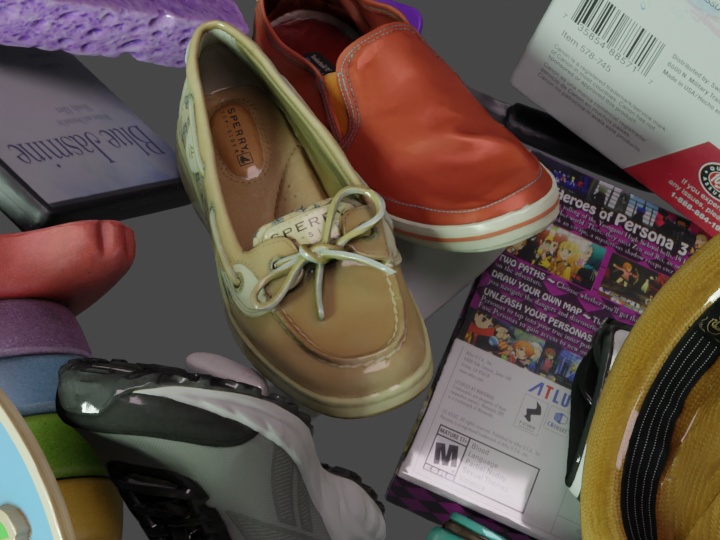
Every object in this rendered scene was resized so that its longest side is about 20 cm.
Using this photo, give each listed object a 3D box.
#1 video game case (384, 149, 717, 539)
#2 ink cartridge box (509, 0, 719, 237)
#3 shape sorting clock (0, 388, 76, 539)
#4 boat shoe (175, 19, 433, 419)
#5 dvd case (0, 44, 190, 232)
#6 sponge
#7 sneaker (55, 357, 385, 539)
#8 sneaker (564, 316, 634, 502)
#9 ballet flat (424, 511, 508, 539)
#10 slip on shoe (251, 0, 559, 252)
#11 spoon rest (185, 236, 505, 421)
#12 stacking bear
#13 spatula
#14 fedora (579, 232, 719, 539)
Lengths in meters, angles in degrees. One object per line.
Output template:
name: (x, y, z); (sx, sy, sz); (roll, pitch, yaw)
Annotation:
video game case: (0.133, 0.061, 0.890); (0.199, 0.036, 0.182); (24, 60, 0)
ink cartridge box: (0.191, -0.140, 0.898); (0.145, 0.200, 0.145); (39, 46, 9)
shape sorting clock: (-0.173, 0.117, 0.714); (0.200, 0.200, 0.039); (53, 32, 16)
boat shoe: (-0.032, -0.022, 0.817); (0.073, 0.063, 0.200); (-21, 48, -15)
dvd case: (-0.169, -0.092, 0.863); (0.200, 0.018, 0.143); (43, 20, 11)
sponge: (-0.152, -0.141, 0.874); (0.199, 0.030, 0.112); (3, 43, -40)
sneaker: (-0.051, 0.092, 0.755); (0.074, 0.200, 0.080); (8, 66, 31)
sneaker: (0.164, 0.040, 0.842); (0.115, 0.076, 0.200); (45, 65, 9)
ballet flat: (0.107, 0.171, 0.820); (0.199, 0.067, 0.071); (26, 85, 2)
slip on shoe: (0.012, -0.073, 0.866); (0.074, 0.061, 0.200); (-27, 47, -19)
spoon rest: (0.000, 0.000, 0.880); (0.099, 0.061, 0.200); (20, 50, 29)
stacking bear: (-0.137, 0.095, 0.772); (0.121, 0.114, 0.201); (-4, 74, -33)
spatula: (0.057, -0.081, 0.955); (0.199, 0.021, 0.057); (23, 72, -2)
fedora: (0.169, 0.065, 0.739); (0.082, 0.200, 0.202); (31, 56, -30)
